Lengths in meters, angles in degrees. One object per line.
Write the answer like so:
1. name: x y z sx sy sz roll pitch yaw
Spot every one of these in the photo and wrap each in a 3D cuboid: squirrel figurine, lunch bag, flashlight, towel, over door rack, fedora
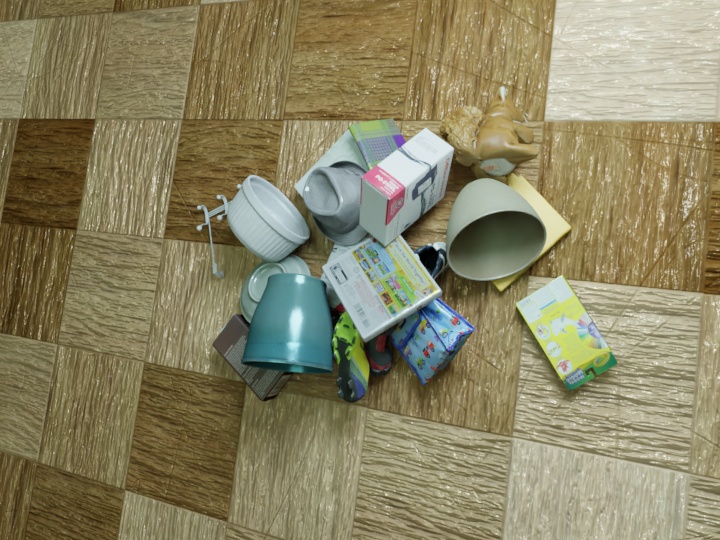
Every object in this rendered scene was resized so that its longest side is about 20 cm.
1. squirrel figurine: 0.267 -0.298 1.130 0.195 0.142 0.191 13 64 -3
2. lunch bag: 0.121 0.111 1.137 0.200 0.093 0.152 47 144 20
3. flashlight: 0.047 0.152 1.145 0.067 0.202 0.068 -30 60 -28
4. towel: 0.064 -0.256 1.233 0.023 0.141 0.204 -44 68 54
5. over door rack: -0.342 -0.105 1.384 0.145 0.066 0.205 -22 77 17
6. fedora: -0.059 -0.160 1.190 0.178 0.089 0.201 -52 56 19

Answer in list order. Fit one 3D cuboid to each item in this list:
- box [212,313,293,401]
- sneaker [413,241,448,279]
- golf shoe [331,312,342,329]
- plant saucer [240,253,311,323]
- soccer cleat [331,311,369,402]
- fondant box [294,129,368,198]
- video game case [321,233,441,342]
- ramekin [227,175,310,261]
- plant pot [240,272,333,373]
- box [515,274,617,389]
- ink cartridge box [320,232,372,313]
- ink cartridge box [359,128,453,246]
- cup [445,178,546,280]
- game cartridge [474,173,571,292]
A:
1. box: -0.260 0.211 1.313 0.200 0.075 0.101 43 98 17
2. sneaker: 0.117 0.014 1.169 0.198 0.129 0.080 -41 71 11
3. golf shoe: -0.120 0.129 1.277 0.195 0.078 0.097 6 78 11
4. plant saucer: -0.214 0.038 1.292 0.195 0.050 0.204 -12 57 18
5. soccer cleat: -0.015 0.177 1.133 0.063 0.083 0.206 8 106 33
6. fondant box: -0.043 -0.216 1.295 0.200 0.058 0.145 -44 72 11
7. video game case: 0.039 0.021 1.088 0.179 0.023 0.201 -30 54 -5
8. ramekin: -0.225 -0.116 1.275 0.105 0.199 0.202 -42 72 14
9. plant pot: -0.147 0.113 1.151 0.195 0.200 0.193 -1 74 19
10. box: 0.418 0.127 1.092 0.116 0.048 0.203 -32 72 13
11. ink cartridge box: 0.000 0.000 1.227 0.142 0.083 0.204 24 93 32
12. ink cartridge box: 0.094 -0.172 1.106 0.084 0.146 0.199 39 63 23
13. cup: 0.259 -0.099 1.087 0.196 0.201 0.146 -20 48 16
14. game cartridge: 0.321 -0.085 1.163 0.199 0.032 0.177 -42 72 8
